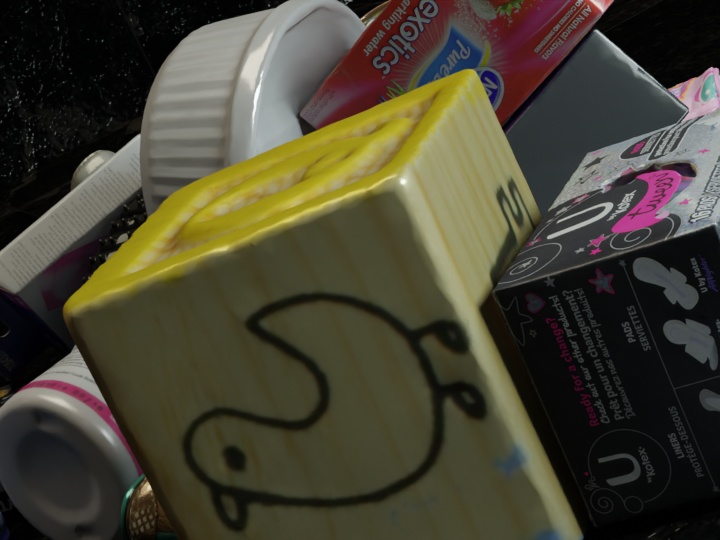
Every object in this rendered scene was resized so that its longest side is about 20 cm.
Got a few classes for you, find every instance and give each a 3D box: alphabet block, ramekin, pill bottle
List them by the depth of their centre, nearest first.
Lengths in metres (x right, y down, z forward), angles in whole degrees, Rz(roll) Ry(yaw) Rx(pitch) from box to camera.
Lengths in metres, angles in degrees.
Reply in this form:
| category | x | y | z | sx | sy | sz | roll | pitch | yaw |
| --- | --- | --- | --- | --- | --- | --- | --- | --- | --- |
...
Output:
| category | x | y | z | sx | sy | sz | roll | pitch | yaw |
| --- | --- | --- | --- | --- | --- | --- | --- | --- | --- |
| alphabet block | 0.000 | 0.042 | 1.041 | 0.195 | 0.200 | 0.196 | -22 | 14 | 18 |
| ramekin | -0.059 | -0.072 | 1.318 | 0.094 | 0.203 | 0.202 | 2 | 26 | 27 |
| pill bottle | -0.132 | 0.083 | 1.332 | 0.113 | 0.114 | 0.200 | -15 | 17 | 40 |

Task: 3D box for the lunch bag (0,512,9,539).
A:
| category | x | y | z | sx | sy | sz | roll | pitch | yaw |
| --- | --- | --- | --- | --- | --- | --- | --- | --- | --- |
| lunch bag | -0.295 | 0.143 | 1.328 | 0.094 | 0.151 | 0.200 | -20 | 14 | 25 |

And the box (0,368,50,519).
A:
| category | x | y | z | sx | sy | sz | roll | pitch | yaw |
| --- | --- | --- | --- | --- | --- | --- | --- | --- | --- |
| box | -0.248 | 0.126 | 1.536 | 0.200 | 0.050 | 0.199 | -20 | 13 | 28 |

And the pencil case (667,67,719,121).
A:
| category | x | y | z | sx | sy | sz | roll | pitch | yaw |
| --- | --- | --- | --- | --- | --- | --- | --- | --- | --- |
| pencil case | 0.162 | -0.059 | 1.373 | 0.200 | 0.088 | 0.087 | -22 | 13 | 11 |

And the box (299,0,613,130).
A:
| category | x | y | z | sx | sy | sz | roll | pitch | yaw |
| --- | --- | --- | --- | --- | --- | --- | --- | --- | --- |
| box | 0.066 | -0.140 | 1.228 | 0.200 | 0.100 | 0.096 | -47 | 3 | 41 |

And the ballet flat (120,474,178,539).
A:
| category | x | y | z | sx | sy | sz | roll | pitch | yaw |
| --- | --- | --- | --- | --- | --- | --- | --- | --- | --- |
| ballet flat | -0.069 | 0.114 | 1.238 | 0.065 | 0.071 | 0.200 | 10 | 31 | 21 |

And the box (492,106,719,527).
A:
| category | x | y | z | sx | sy | sz | roll | pitch | yaw |
| --- | --- | --- | --- | --- | --- | --- | --- | --- | --- |
| box | 0.157 | 0.013 | 1.000 | 0.115 | 0.132 | 0.200 | -19 | 15 | 24 |

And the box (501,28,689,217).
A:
| category | x | y | z | sx | sy | sz | roll | pitch | yaw |
| --- | --- | --- | --- | --- | --- | --- | --- | --- | --- |
| box | 0.095 | -0.039 | 1.249 | 0.200 | 0.079 | 0.141 | -49 | -2 | -2 |

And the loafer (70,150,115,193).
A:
| category | x | y | z | sx | sy | sz | roll | pitch | yaw |
| --- | --- | --- | --- | --- | --- | --- | --- | --- | --- |
| loafer | -0.200 | -0.043 | 1.634 | 0.070 | 0.070 | 0.200 | -37 | -20 | -16 |

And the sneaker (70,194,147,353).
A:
| category | x | y | z | sx | sy | sz | roll | pitch | yaw |
| --- | --- | --- | --- | --- | --- | --- | --- | --- | --- |
| sneaker | -0.151 | 0.040 | 1.449 | 0.066 | 0.090 | 0.200 | -9 | 58 | 49 |

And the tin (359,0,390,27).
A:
| category | x | y | z | sx | sy | sz | roll | pitch | yaw |
| --- | --- | --- | --- | --- | --- | --- | --- | --- | --- |
| tin | 0.062 | -0.136 | 1.482 | 0.112 | 0.042 | 0.200 | -36 | 42 | -14 |

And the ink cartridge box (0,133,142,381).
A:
| category | x | y | z | sx | sy | sz | roll | pitch | yaw |
| --- | --- | --- | --- | --- | --- | --- | --- | --- | --- |
| ink cartridge box | -0.206 | 0.006 | 1.558 | 0.200 | 0.043 | 0.196 | -41 | -18 | -6 |
